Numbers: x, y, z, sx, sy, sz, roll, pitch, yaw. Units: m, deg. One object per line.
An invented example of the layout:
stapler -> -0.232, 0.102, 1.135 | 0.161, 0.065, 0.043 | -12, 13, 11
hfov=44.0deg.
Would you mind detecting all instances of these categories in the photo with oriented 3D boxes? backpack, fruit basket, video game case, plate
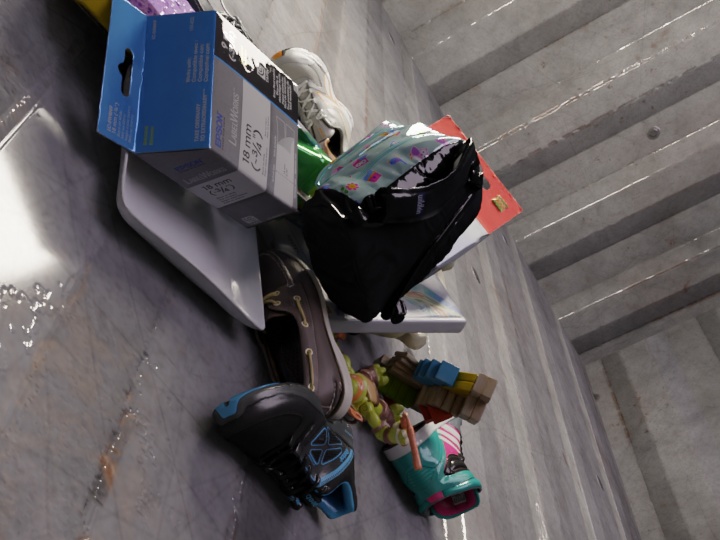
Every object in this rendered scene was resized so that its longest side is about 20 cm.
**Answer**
backpack -> 0.035, -0.067, 0.900 | 0.126, 0.200, 0.168 | 29, -33, 31
fruit basket -> -0.066, -0.114, 0.988 | 0.199, 0.094, 0.186 | 25, 22, -51
video game case -> 0.000, 0.000, 1.000 | 0.198, 0.022, 0.183 | 3, 40, -34
plate -> -0.161, -0.063, 0.825 | 0.200, 0.032, 0.201 | 49, 22, -43

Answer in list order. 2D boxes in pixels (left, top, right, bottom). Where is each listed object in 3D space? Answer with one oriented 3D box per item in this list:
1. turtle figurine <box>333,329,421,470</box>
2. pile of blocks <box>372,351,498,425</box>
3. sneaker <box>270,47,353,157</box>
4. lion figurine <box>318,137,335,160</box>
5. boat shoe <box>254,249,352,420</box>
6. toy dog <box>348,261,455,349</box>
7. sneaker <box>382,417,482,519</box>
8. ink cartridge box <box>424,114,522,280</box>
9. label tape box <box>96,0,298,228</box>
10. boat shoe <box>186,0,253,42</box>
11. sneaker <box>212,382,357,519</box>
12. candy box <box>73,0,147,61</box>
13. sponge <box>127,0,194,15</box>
turtle figurine -> 0.007, 0.143, 0.977 | 0.200, 0.064, 0.161 | 52, 1, 19
pile of blocks -> 0.072, 0.144, 1.054 | 0.082, 0.199, 0.063 | 40, 65, -29
sneaker -> -0.067, -0.246, 1.346 | 0.200, 0.075, 0.093 | 48, 27, -42
lion figurine -> -0.038, -0.108, 1.218 | 0.123, 0.072, 0.200 | 60, 18, -18
boat shoe -> -0.071, 0.055, 0.866 | 0.059, 0.072, 0.201 | 18, 40, -48
toy dog -> 0.034, 0.011, 1.151 | 0.194, 0.139, 0.200 | 47, 19, -11
sneaker -> 0.106, 0.241, 1.105 | 0.121, 0.083, 0.200 | 61, 23, 8
ink cartridge box -> 0.097, -0.099, 1.057 | 0.199, 0.050, 0.163 | -33, 81, -31
label tape box -> -0.134, -0.145, 0.794 | 0.200, 0.063, 0.146 | 34, 48, -53
boat shoe -> -0.166, -0.277, 1.087 | 0.202, 0.061, 0.075 | 66, 18, 8
sneaker -> -0.052, 0.155, 0.761 | 0.200, 0.073, 0.083 | 40, 30, -53
candy box -> -0.206, -0.205, 0.848 | 0.102, 0.026, 0.200 | 45, -1, 45
sponge -> -0.203, -0.268, 0.948 | 0.112, 0.030, 0.200 | 53, 9, 9
